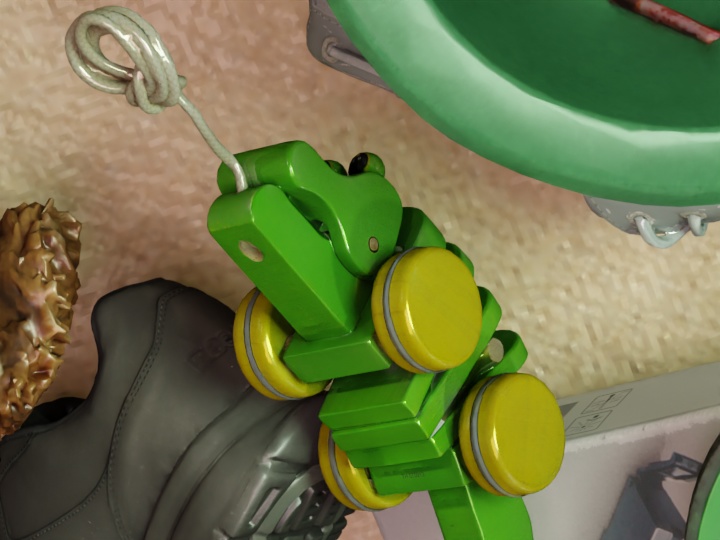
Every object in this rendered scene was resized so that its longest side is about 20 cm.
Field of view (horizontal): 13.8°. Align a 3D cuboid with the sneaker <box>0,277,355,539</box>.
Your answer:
[{"bbox_3d":[-0.072,0.086,0.828,0.091,0.076,0.200,44,118,21],"label":"sneaker"}]

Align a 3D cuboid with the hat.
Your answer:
[{"bbox_3d":[0.040,-0.113,0.718,0.199,0.176,0.166,15,97,-15],"label":"hat"}]

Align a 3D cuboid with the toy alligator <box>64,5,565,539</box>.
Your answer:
[{"bbox_3d":[0.000,0.000,0.732,0.059,0.054,0.200,-12,123,41],"label":"toy alligator"}]

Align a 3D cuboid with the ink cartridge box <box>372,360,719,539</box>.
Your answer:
[{"bbox_3d":[0.121,0.109,0.782,0.199,0.045,0.177,-16,104,34],"label":"ink cartridge box"}]

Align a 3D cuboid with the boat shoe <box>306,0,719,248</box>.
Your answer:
[{"bbox_3d":[0.075,-0.047,0.756,0.200,0.070,0.072,24,119,19],"label":"boat shoe"}]

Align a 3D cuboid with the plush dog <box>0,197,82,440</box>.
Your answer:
[{"bbox_3d":[-0.168,0.000,0.763,0.172,0.200,0.161,50,140,18],"label":"plush dog"}]

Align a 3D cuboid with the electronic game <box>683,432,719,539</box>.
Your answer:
[{"bbox_3d":[0.147,0.111,0.676,0.042,0.200,0.201,-26,106,-31],"label":"electronic game"}]
